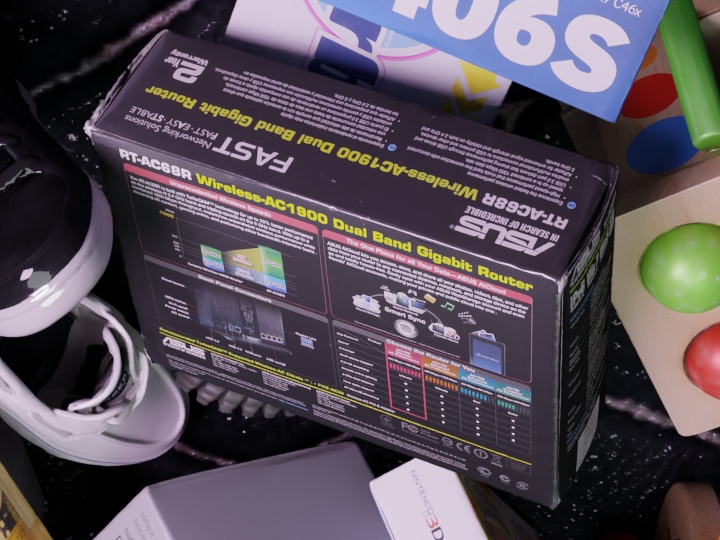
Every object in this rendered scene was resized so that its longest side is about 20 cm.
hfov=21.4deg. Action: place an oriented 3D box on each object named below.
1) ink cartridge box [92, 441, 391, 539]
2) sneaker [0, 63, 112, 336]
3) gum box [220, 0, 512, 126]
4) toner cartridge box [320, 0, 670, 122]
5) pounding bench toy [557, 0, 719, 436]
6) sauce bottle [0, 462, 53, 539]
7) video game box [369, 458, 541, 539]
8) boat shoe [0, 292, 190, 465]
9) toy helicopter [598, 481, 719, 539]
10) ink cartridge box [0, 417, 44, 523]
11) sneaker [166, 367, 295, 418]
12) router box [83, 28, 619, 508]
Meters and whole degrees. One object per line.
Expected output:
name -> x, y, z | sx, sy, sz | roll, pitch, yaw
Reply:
ink cartridge box -> -0.073, 0.203, 0.937 | 0.144, 0.146, 0.200 | -8, 151, -46
sneaker -> -0.168, -0.056, 0.736 | 0.073, 0.200, 0.112 | -41, 124, 0
gum box -> 0.020, -0.122, 0.756 | 0.113, 0.066, 0.200 | 26, 126, 2
toner cartridge box -> 0.019, -0.136, 0.677 | 0.199, 0.043, 0.095 | 23, 124, 3
pounding bench toy -> 0.146, -0.057, 0.780 | 0.124, 0.156, 0.200 | -22, 127, 14
sauce bottle -> -0.194, 0.087, 0.828 | 0.066, 0.066, 0.200 | -18, 130, 11
video game box -> 0.084, 0.192, 0.916 | 0.047, 0.183, 0.200 | -30, 155, 6
boat shoe -> -0.131, 0.047, 0.864 | 0.065, 0.074, 0.200 | 15, 170, 36
toy helicopter -> 0.174, 0.198, 0.959 | 0.079, 0.201, 0.132 | 5, 146, -7
ink cartridge box -> -0.249, 0.083, 0.915 | 0.144, 0.084, 0.200 | -11, 129, 4
sneaker -> 0.012, 0.030, 0.893 | 0.199, 0.078, 0.085 | 8, 127, -10
router box -> 0.000, 0.000, 0.759 | 0.199, 0.062, 0.150 | 18, 145, 18
